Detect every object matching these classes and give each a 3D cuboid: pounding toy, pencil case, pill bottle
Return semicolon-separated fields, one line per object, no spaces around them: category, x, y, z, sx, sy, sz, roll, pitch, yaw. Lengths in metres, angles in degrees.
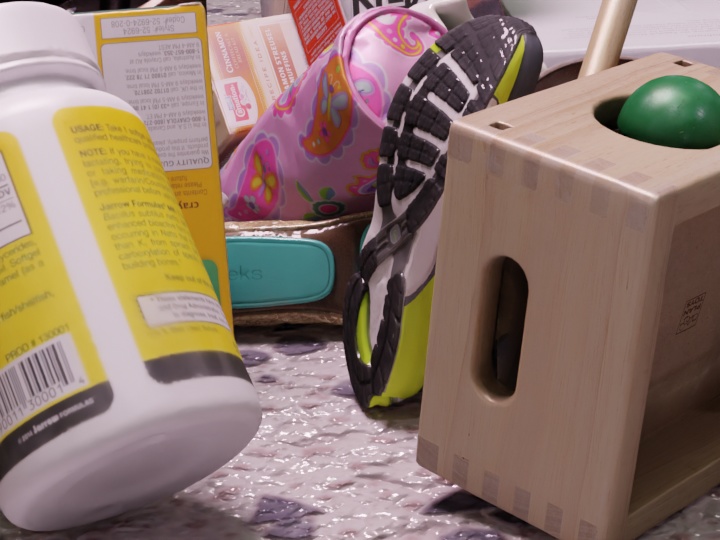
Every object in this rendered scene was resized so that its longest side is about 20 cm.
pounding toy;0.112;-0.022;0.796;0.142;0.201;0.184;23;30;36
pencil case;-0.015;-0.064;1.019;0.087;0.088;0.200;-15;-16;-33
pill bottle;-0.127;-0.004;0.778;0.114;0.201;0.114;-21;-18;-7

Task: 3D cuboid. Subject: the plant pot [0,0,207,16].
plant pot;-0.192;-0.202;1.344;0.199;0.201;0.199;-1;-26;2

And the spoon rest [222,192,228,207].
spoon rest;-0.144;-0.051;1.106;0.099;0.061;0.200;-50;23;-15

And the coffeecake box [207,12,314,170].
coffeecake box;-0.035;-0.107;1.194;0.199;0.073;0.153;-14;-12;-30

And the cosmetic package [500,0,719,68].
cosmetic package;0.196;-0.111;1.203;0.198;0.124;0.200;-3;18;-3

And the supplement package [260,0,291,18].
supplement package;0.009;-0.257;1.229;0.150;0.153;0.200;-3;-26;-8

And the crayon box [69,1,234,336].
crayon box;-0.129;-0.021;0.886;0.125;0.201;0.052;-5;2;-10

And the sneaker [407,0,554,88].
sneaker;0.088;-0.072;1.031;0.071;0.200;0.080;-56;10;-32

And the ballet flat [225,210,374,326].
ballet flat;0.000;0.000;0.995;0.199;0.071;0.065;5;2;12

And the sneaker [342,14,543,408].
sneaker;0.051;-0.027;0.873;0.081;0.201;0.074;1;32;-28

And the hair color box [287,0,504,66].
hair color box;0.037;-0.110;1.103;0.110;0.201;0.064;-12;-12;-28

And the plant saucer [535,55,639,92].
plant saucer;0.161;-0.030;0.972;0.199;0.032;0.201;13;49;-15
